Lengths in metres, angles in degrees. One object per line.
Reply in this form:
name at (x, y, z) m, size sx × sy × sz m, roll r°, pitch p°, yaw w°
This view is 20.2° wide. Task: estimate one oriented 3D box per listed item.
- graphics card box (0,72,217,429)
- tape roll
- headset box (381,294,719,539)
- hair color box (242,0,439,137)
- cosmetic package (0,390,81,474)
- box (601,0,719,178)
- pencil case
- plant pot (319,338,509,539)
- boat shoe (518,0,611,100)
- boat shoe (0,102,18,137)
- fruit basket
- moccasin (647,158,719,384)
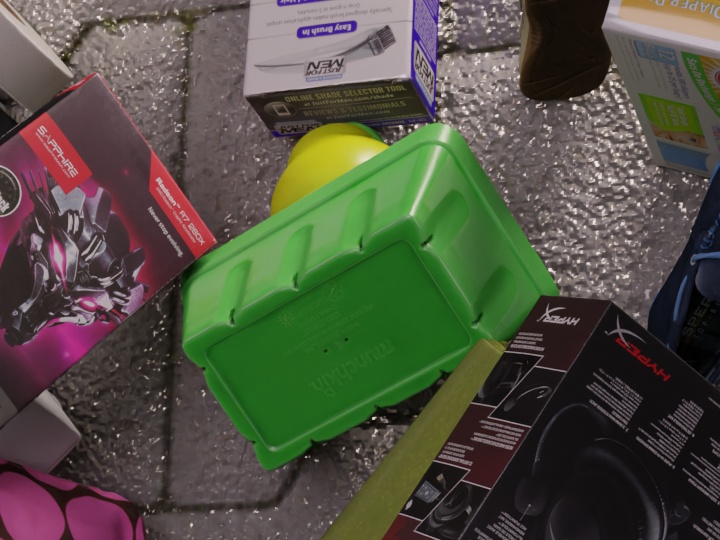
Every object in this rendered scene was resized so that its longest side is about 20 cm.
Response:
graphics card box at (-0.188, -0.007, 1.139) m, size 0.200 × 0.051 × 0.126 m, roll -41°, pitch 104°, yaw -33°
tape roll at (-0.265, -0.184, 1.296) m, size 0.037 × 0.203 × 0.203 m, roll -44°, pitch 64°, yaw -1°
headset box at (0.099, 0.135, 0.938) m, size 0.149 × 0.077 × 0.200 m, roll 37°, pitch 79°, yaw -18°
hair color box at (-0.008, -0.189, 1.283) m, size 0.109 × 0.065 × 0.201 m, roll -4°, pitch 65°, yaw 17°
cosmetic package at (-0.268, 0.053, 1.204) m, size 0.074 × 0.200 × 0.102 m, roll -46°, pitch 38°, yaw -2°
box at (0.214, -0.126, 1.115) m, size 0.112 × 0.200 × 0.102 m, roll 15°, pitch 77°, yaw 22°
pencil case at (-0.216, 0.147, 1.171) m, size 0.091 × 0.200 × 0.094 m, roll -31°, pitch 49°, yaw 33°
plant pot at (0.069, 0.143, 1.051) m, size 0.200 × 0.200 × 0.190 m, roll 31°, pitch 94°, yaw 25°
boat shoe at (0.121, -0.172, 1.168) m, size 0.073 × 0.200 × 0.063 m, roll -3°, pitch 64°, yaw -10°
boat shoe at (-0.252, -0.075, 1.328) m, size 0.072 × 0.068 × 0.200 m, roll -39°, pitch 66°, yaw 0°
fruit basket at (0.000, 0.000, 1.193) m, size 0.215 × 0.216 × 0.156 m, roll -32°, pitch 101°, yaw 5°
moccasin at (0.213, 0.000, 1.086) m, size 0.080 × 0.200 × 0.068 m, roll 12°, pitch 45°, yaw -3°
